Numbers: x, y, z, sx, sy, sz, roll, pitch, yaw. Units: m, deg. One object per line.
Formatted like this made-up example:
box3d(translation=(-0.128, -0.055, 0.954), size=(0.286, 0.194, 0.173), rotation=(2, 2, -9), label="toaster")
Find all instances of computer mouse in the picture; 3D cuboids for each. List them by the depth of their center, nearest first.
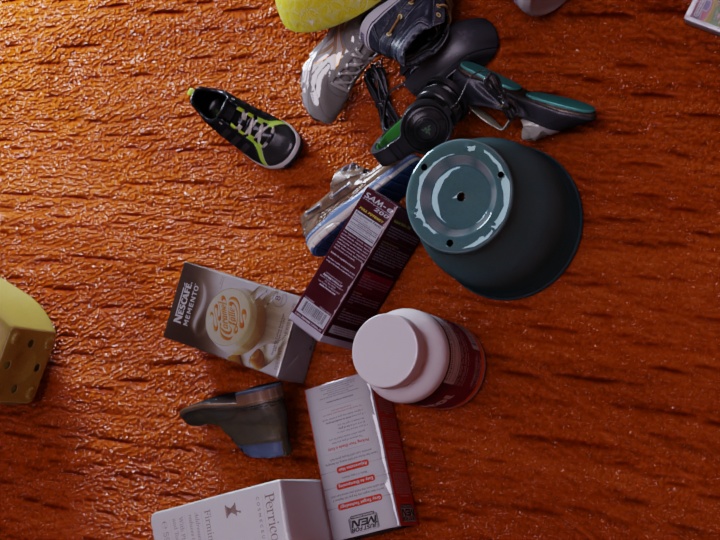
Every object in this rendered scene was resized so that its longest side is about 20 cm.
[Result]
box3d(translation=(0.096, -0.253, 1.537), size=(0.199, 0.046, 0.142), rotation=(-21, 71, 22), label="computer mouse")

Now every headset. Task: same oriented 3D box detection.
box3d(translation=(0.103, -0.186, 1.451), size=(0.199, 0.124, 0.094), rotation=(-30, 107, 38), label="headset")

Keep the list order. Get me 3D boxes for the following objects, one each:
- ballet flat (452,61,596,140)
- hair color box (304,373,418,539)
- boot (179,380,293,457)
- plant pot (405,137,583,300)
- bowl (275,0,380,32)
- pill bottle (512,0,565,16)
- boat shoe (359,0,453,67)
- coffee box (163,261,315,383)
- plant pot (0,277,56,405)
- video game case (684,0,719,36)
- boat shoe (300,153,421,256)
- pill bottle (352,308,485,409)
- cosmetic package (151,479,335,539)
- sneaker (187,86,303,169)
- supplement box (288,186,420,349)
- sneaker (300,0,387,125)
box3d(translation=(0.205, -0.206, 1.469), size=(0.199, 0.073, 0.074), rotation=(24, 92, 23), label="ballet flat")
box3d(translation=(0.000, 0.241, 1.487), size=(0.101, 0.061, 0.202), rotation=(-18, 72, 23), label="hair color box")
box3d(translation=(-0.171, 0.216, 1.566), size=(0.199, 0.074, 0.098), rotation=(-18, 88, 43), label="boot")
box3d(translation=(0.150, -0.072, 1.393), size=(0.198, 0.188, 0.202), rotation=(-3, 82, 25), label="plant pot")
box3d(translation=(-0.043, -0.427, 1.553), size=(0.199, 0.108, 0.201), rotation=(-21, 36, 16), label="bowl")
box3d(translation=(0.194, -0.433, 1.481), size=(0.112, 0.112, 0.200), rotation=(-44, 68, 13), label="pill bottle")
box3d(translation=(0.098, -0.346, 1.514), size=(0.200, 0.071, 0.091), rotation=(-44, 53, -11), label="boat shoe")
box3d(translation=(-0.162, 0.071, 1.588), size=(0.199, 0.080, 0.115), rotation=(15, 88, 28), label="coffee box")
box3d(translation=(-0.582, 0.109, 1.737), size=(0.199, 0.194, 0.197), rotation=(20, 90, 22), label="plant pot")
box3d(translation=(0.506, -0.327, 1.362), size=(0.199, 0.018, 0.144), rotation=(29, 94, 28), label="video game case")
box3d(translation=(-0.006, -0.106, 1.548), size=(0.199, 0.072, 0.073), rotation=(-38, 65, 16), label="boat shoe")
box3d(translation=(0.070, 0.108, 1.397), size=(0.112, 0.200, 0.114), rotation=(-5, 78, 26), label="pill bottle")
box3d(translation=(-0.132, 0.370, 1.470), size=(0.198, 0.166, 0.169), rotation=(-19, 73, 21), label="cosmetic package")
box3d(translation=(-0.173, -0.207, 1.643), size=(0.199, 0.083, 0.072), rotation=(30, 95, 28), label="sneaker")
box3d(translation=(0.000, 0.000, 1.504), size=(0.061, 0.109, 0.201), rotation=(34, 96, 28), label="supplement box")
box3d(translation=(-0.015, -0.295, 1.573), size=(0.092, 0.075, 0.202), rotation=(18, 89, 47), label="sneaker")
